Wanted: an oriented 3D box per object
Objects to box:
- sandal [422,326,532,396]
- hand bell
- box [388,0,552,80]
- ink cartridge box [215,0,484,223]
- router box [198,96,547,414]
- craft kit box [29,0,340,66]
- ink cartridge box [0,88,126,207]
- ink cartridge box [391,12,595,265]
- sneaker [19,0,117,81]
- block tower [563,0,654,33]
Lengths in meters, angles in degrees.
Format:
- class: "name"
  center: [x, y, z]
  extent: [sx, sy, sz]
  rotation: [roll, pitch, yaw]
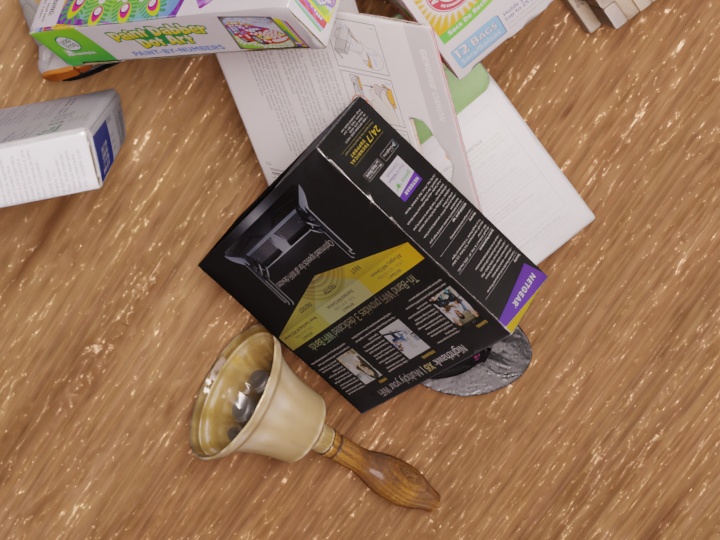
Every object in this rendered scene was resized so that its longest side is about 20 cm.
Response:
- class: "sandal"
  center: [0.034, 0.044, 0.919]
  extent: [0.199, 0.048, 0.076]
  rotation: [21, 103, -12]
- class: "hand bell"
  center: [-0.016, 0.131, 0.931]
  extent: [0.199, 0.104, 0.105]
  rotation: [32, 101, -26]
- class: "box"
  center: [0.034, -0.227, 0.749]
  extent: [0.112, 0.201, 0.101]
  rotation: [-40, 140, 6]
- class: "ink cartridge box"
  center: [0.002, -0.091, 0.779]
  extent: [0.045, 0.175, 0.201]
  rotation: [-52, 141, -31]
- class: "router box"
  center: [0.000, 0.000, 0.803]
  extent: [0.157, 0.200, 0.052]
  rotation: [43, 57, -8]
- class: "craft kit box"
  center: [-0.081, -0.217, 0.725]
  extent: [0.048, 0.196, 0.202]
  rotation: [39, 60, -52]
- class: "ink cartridge box"
  center: [-0.250, -0.066, 0.777]
  extent: [0.198, 0.197, 0.044]
  rotation: [-12, 106, -3]
- class: "ink cartridge box"
  center: [0.062, -0.085, 0.879]
  extent: [0.104, 0.059, 0.200]
  rotation: [-38, 107, 6]
- class: "sneaker"
  center: [-0.132, -0.201, 0.819]
  extent: [0.198, 0.076, 0.093]
  rotation: [-25, 96, -4]
- class: "block tower"
  center: [0.224, -0.242, 0.854]
  extent: [0.199, 0.058, 0.054]
  rotation: [-38, 106, 6]
